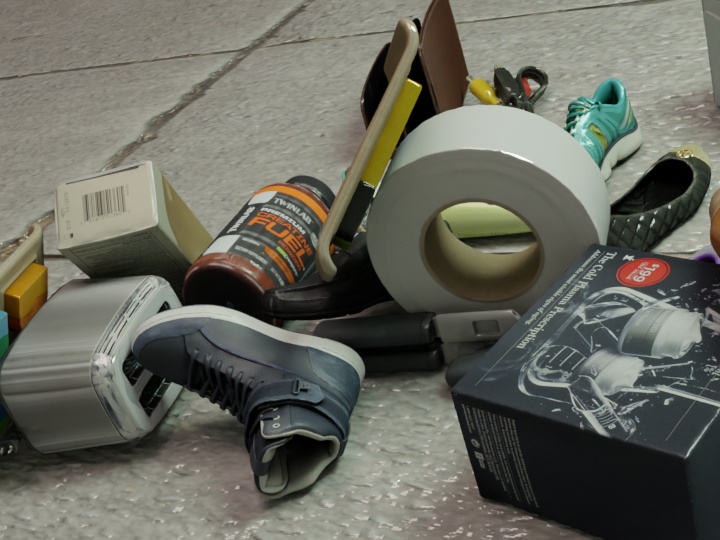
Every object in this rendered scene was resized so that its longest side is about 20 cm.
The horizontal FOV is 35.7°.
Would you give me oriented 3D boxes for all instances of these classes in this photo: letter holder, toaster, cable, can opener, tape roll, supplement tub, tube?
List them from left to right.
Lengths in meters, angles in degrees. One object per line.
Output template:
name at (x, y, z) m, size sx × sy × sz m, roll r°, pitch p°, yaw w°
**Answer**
toaster at (-0.237, 0.085, 1.019) m, size 0.128 × 0.114 × 0.201 m, roll -9°, pitch 30°, yaw 25°
supplement tub at (-0.090, -0.018, 1.129) m, size 0.106 × 0.108 × 0.200 m, roll -2°, pitch 33°, yaw 27°
letter holder at (0.064, -0.254, 1.412) m, size 0.100 × 0.143 × 0.201 m, roll -7°, pitch 31°, yaw 19°
can opener at (0.048, 0.070, 0.953) m, size 0.198 × 0.054 × 0.067 m, roll -6°, pitch 30°, yaw 24°
tape roll at (0.107, -0.034, 0.942) m, size 0.200 × 0.204 × 0.071 m, roll -5°, pitch 35°, yaw 22°
tube at (0.148, -0.060, 1.128) m, size 0.198 × 0.052 × 0.059 m, roll -1°, pitch 60°, yaw 21°
cable at (0.195, -0.195, 1.364) m, size 0.096 × 0.051 × 0.201 m, roll -3°, pitch 40°, yaw -8°

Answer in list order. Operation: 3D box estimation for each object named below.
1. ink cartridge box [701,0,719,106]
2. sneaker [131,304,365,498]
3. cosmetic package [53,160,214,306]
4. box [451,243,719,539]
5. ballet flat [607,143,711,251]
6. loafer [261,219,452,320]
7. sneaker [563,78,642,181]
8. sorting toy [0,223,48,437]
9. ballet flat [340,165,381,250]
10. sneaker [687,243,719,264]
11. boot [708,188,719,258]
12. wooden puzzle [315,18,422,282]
ink cartridge box at (0.478, -0.246, 1.154) m, size 0.198 × 0.147 × 0.147 m, roll -19°, pitch 29°, yaw -1°
sneaker at (-0.101, 0.104, 0.907) m, size 0.200 × 0.078 × 0.147 m, roll 10°, pitch 35°, yaw 1°
cosmetic package at (-0.215, -0.024, 1.114) m, size 0.104 × 0.200 × 0.072 m, roll -13°, pitch 66°, yaw 6°
box at (0.199, 0.085, 0.786) m, size 0.181 × 0.105 × 0.200 m, roll 12°, pitch 41°, yaw 41°
ballet flat at (0.277, -0.070, 1.058) m, size 0.066 × 0.057 × 0.200 m, roll 12°, pitch 40°, yaw 41°
loafer at (0.000, 0.000, 1.041) m, size 0.199 × 0.071 × 0.068 m, roll -14°, pitch 10°, yaw -20°
sneaker at (0.228, -0.138, 1.168) m, size 0.077 × 0.080 × 0.200 m, roll 3°, pitch 30°, yaw 36°
sorting toy at (-0.329, 0.082, 1.031) m, size 0.036 × 0.187 × 0.201 m, roll 13°, pitch 36°, yaw 4°
ballet flat at (0.016, -0.048, 1.164) m, size 0.071 × 0.073 × 0.201 m, roll -13°, pitch 34°, yaw 9°
sneaker at (0.315, 0.023, 0.850) m, size 0.088 × 0.081 × 0.200 m, roll -17°, pitch 22°, yaw -10°
boot at (0.335, -0.023, 0.737) m, size 0.198 × 0.074 × 0.155 m, roll -9°, pitch 18°, yaw 11°
wooden puzzle at (0.008, -0.088, 0.916) m, size 0.037 × 0.202 × 0.185 m, roll 20°, pitch -3°, yaw -2°
